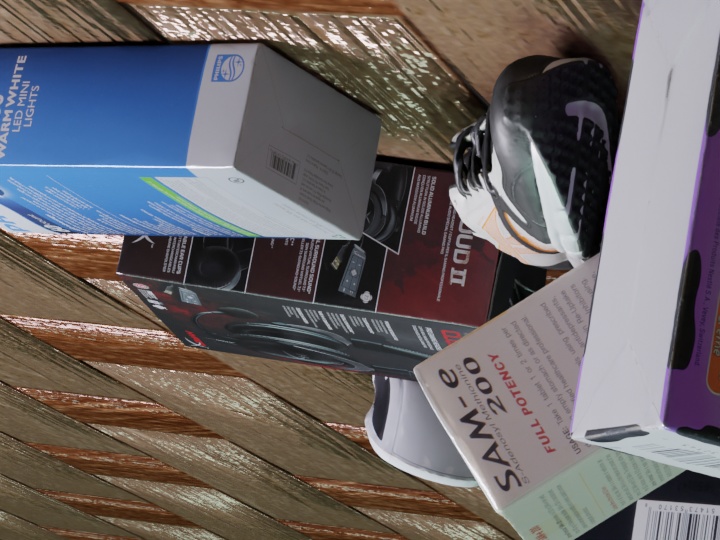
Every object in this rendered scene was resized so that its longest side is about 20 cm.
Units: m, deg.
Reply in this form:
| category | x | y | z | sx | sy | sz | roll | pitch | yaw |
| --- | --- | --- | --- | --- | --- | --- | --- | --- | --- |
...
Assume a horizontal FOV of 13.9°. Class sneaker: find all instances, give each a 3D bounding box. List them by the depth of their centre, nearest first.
| category | x | y | z | sx | sy | sz | roll | pitch | yaw |
| --- | --- | --- | --- | --- | --- | --- | --- | --- | --- |
| sneaker | 0.068 | -0.038 | 1.213 | 0.080 | 0.074 | 0.200 | 11 | 167 | 13 |

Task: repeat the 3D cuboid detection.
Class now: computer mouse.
| category | x | y | z | sx | sy | sz | roll | pitch | yaw |
| --- | --- | --- | --- | --- | --- | --- | --- | --- | --- |
| computer mouse | 0.044 | 0.053 | 1.547 | 0.109 | 0.044 | 0.200 | 18 | -161 | -8 |

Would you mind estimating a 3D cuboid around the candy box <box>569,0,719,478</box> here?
| category | x | y | z | sx | sy | sz | roll | pitch | yaw |
| --- | --- | --- | --- | --- | --- | --- | --- | --- | --- |
| candy box | 0.189 | 0.001 | 1.061 | 0.199 | 0.169 | 0.071 | 16 | 167 | -21 |

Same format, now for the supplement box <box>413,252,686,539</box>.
| category | x | y | z | sx | sy | sz | roll | pitch | yaw |
| --- | --- | --- | --- | --- | --- | --- | --- | --- | --- |
| supplement box | 0.130 | 0.030 | 1.216 | 0.199 | 0.074 | 0.126 | -32 | 162 | 1 |

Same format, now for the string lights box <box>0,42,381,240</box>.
| category | x | y | z | sx | sy | sz | roll | pitch | yaw |
| --- | --- | --- | --- | --- | --- | --- | --- | --- | --- |
| string lights box | -0.103 | -0.055 | 1.304 | 0.199 | 0.059 | 0.103 | 2 | 164 | 33 |

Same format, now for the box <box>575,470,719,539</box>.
| category | x | y | z | sx | sy | sz | roll | pitch | yaw |
| --- | --- | --- | --- | --- | --- | --- | --- | --- | --- |
| box | 0.261 | 0.206 | 2.024 | 0.196 | 0.118 | 0.200 | 2 | 166 | 33 |

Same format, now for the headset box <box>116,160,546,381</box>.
| category | x | y | z | sx | sy | sz | roll | pitch | yaw |
| --- | --- | --- | --- | --- | --- | --- | --- | --- | --- |
| headset box | 0.000 | 0.000 | 1.424 | 0.199 | 0.078 | 0.149 | 9 | 167 | 12 |
